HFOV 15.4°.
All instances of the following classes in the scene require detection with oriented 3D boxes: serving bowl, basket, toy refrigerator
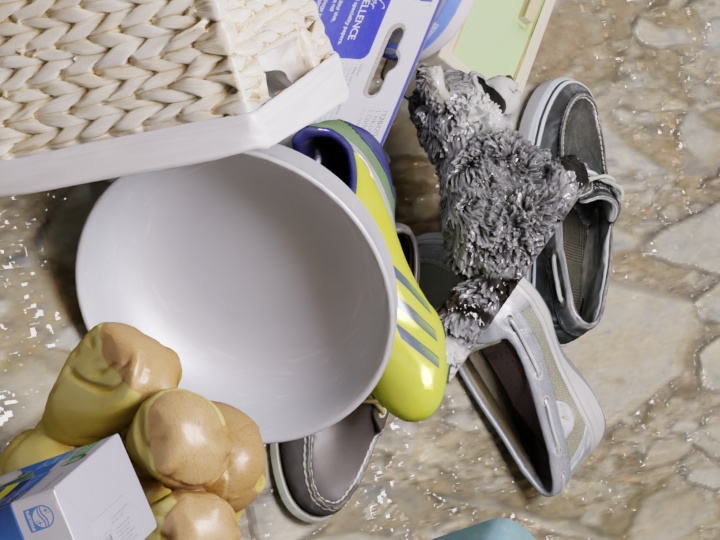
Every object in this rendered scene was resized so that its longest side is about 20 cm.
[{"bbox_3d":[-0.068,0.003,1.612,0.200,0.200,0.066,56,27,-15],"label":"serving bowl"},{"bbox_3d":[-0.128,-0.126,1.521,0.136,0.199,0.124,-38,117,-62],"label":"basket"},{"bbox_3d":[0.093,-0.202,1.854,0.076,0.070,0.200,37,59,-27],"label":"toy refrigerator"}]

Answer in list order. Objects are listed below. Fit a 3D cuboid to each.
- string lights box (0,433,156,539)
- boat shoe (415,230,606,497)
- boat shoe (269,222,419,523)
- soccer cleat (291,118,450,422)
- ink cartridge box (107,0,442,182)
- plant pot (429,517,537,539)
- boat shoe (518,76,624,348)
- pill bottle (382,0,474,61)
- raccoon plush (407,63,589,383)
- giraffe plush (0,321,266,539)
[{"bbox_3d":[-0.220,0.157,1.419,0.059,0.199,0.103,68,18,-7],"label":"string lights box"},{"bbox_3d":[0.093,0.061,1.797,0.202,0.074,0.065,57,47,-23],"label":"boat shoe"},{"bbox_3d":[-0.007,0.063,1.719,0.072,0.060,0.202,24,66,-34],"label":"boat shoe"},{"bbox_3d":[-0.001,0.000,1.659,0.084,0.065,0.201,14,56,-57],"label":"soccer cleat"},{"bbox_3d":[-0.050,-0.142,1.664,0.200,0.047,0.198,-2,126,-42],"label":"ink cartridge box"},{"bbox_3d":[0.062,0.266,1.593,0.196,0.196,0.200,41,48,-26],"label":"plant pot"},{"bbox_3d":[0.154,-0.043,1.868,0.072,0.071,0.201,14,71,-36],"label":"boat shoe"},{"bbox_3d":[-0.027,-0.217,1.730,0.200,0.114,0.114,20,68,-35],"label":"pill bottle"},{"bbox_3d":[0.057,-0.045,1.713,0.134,0.097,0.200,35,54,2],"label":"raccoon plush"},{"bbox_3d":[-0.120,0.129,1.550,0.162,0.200,0.173,6,71,-52],"label":"giraffe plush"}]
